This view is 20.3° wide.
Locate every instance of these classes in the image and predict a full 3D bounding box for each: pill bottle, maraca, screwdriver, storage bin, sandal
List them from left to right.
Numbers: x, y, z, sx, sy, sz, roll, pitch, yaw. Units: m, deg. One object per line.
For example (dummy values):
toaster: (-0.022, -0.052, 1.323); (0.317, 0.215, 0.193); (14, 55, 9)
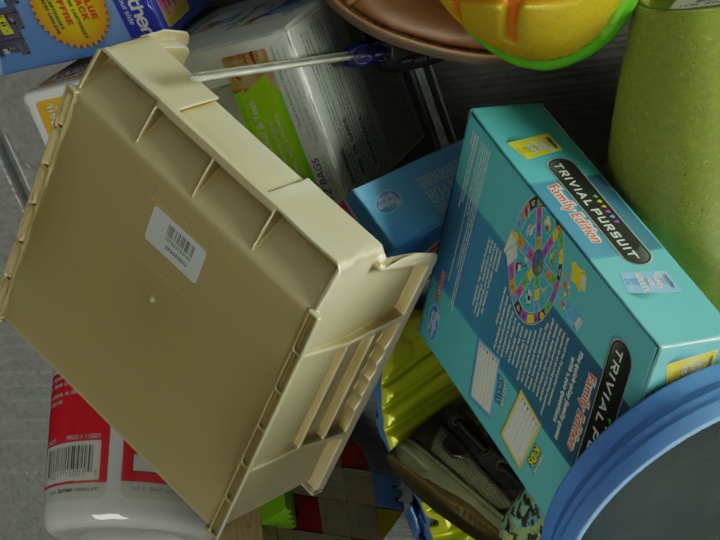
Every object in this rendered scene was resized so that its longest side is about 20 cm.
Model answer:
pill bottle: (-0.141, 0.072, 1.281); (0.112, 0.201, 0.112); (2, 164, 1)
storage bin: (-0.084, 0.003, 1.091); (0.200, 0.094, 0.199); (42, 128, 22)
screwdriver: (-0.020, -0.114, 1.093); (0.029, 0.199, 0.028); (-25, 82, 50)
sandal: (0.048, 0.118, 1.304); (0.087, 0.079, 0.201); (-150, 43, -66)
maraca: (0.075, -0.200, 1.035); (0.137, 0.107, 0.201); (-31, 83, 37)

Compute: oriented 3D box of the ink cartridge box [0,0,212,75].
ink cartridge box: (-0.175, -0.199, 1.190); (0.199, 0.076, 0.137); (-8, 119, 31)

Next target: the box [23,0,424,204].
box: (-0.081, -0.091, 1.191); (0.199, 0.101, 0.113); (-8, 112, 33)

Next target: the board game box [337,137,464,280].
board game box: (0.000, 0.000, 1.184); (0.040, 0.153, 0.200); (54, 133, 9)

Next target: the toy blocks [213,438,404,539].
toy blocks: (-0.030, 0.160, 1.318); (0.136, 0.201, 0.100); (15, 145, -39)

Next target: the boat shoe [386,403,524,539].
boat shoe: (0.103, 0.141, 1.186); (0.200, 0.066, 0.072); (31, 168, 36)

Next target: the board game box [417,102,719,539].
board game box: (0.104, 0.032, 1.032); (0.200, 0.047, 0.152); (56, 145, 43)

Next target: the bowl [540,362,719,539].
bowl: (0.180, 0.121, 0.972); (0.199, 0.039, 0.201); (-12, 132, -14)

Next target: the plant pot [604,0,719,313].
plant pot: (0.202, -0.049, 1.040); (0.186, 0.187, 0.201); (0, 110, 29)

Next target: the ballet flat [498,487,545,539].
ballet flat: (0.156, 0.100, 1.090); (0.199, 0.074, 0.074); (-24, 111, 16)

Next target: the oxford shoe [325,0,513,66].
oxford shoe: (0.015, -0.176, 1.107); (0.199, 0.071, 0.072); (29, 127, 9)
